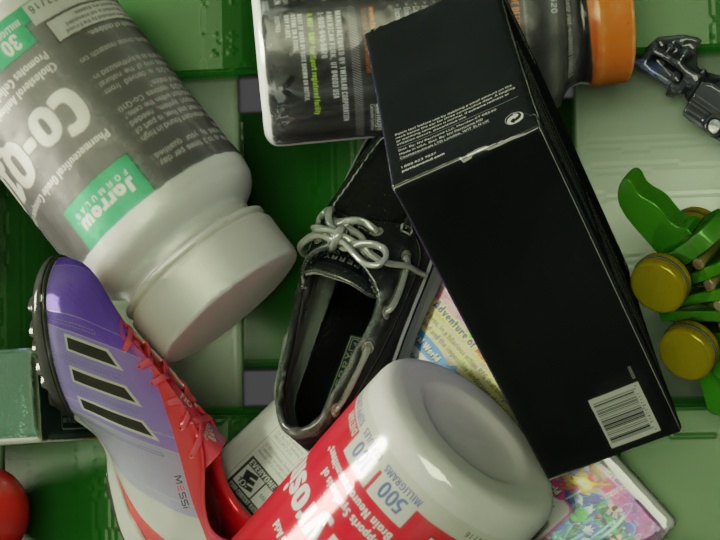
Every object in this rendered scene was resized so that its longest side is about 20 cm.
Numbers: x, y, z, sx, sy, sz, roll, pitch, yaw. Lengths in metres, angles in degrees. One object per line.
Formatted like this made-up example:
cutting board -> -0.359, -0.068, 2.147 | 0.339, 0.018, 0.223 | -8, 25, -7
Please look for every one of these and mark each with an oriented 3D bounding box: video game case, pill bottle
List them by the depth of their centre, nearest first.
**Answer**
pill bottle -> -0.003, 0.150, 0.983 | 0.112, 0.112, 0.200 | 44, 111, 10
pill bottle -> 0.043, -0.126, 1.021 | 0.198, 0.106, 0.107 | -5, 86, -2
pill bottle -> -0.131, -0.056, 1.053 | 0.113, 0.113, 0.200 | -41, 80, 6
video game case -> 0.040, 0.125, 1.057 | 0.182, 0.024, 0.200 | -43, 80, 5

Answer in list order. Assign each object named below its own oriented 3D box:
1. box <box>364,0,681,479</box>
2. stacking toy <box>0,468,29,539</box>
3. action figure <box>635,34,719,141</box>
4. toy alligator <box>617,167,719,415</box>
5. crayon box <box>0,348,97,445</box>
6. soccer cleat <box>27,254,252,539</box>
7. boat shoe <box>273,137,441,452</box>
box -> 0.080, -0.020, 0.950 | 0.078, 0.142, 0.201 | -21, 125, 12
stacking toy -> -0.202, 0.208, 1.071 | 0.085, 0.085, 0.201 | -13, 81, 9
action figure -> 0.224, -0.078, 0.985 | 0.199, 0.105, 0.194 | 29, 120, 15
toy alligator -> 0.191, 0.034, 0.987 | 0.054, 0.059, 0.201 | -11, 112, 41
crayon box -> -0.250, 0.075, 1.060 | 0.198, 0.126, 0.052 | -5, 85, 10
soccer cleat -> -0.112, 0.074, 1.016 | 0.073, 0.068, 0.201 | -7, 121, 22
boat shoe -> -0.002, 0.000, 1.032 | 0.073, 0.068, 0.201 | 14, 77, 29
